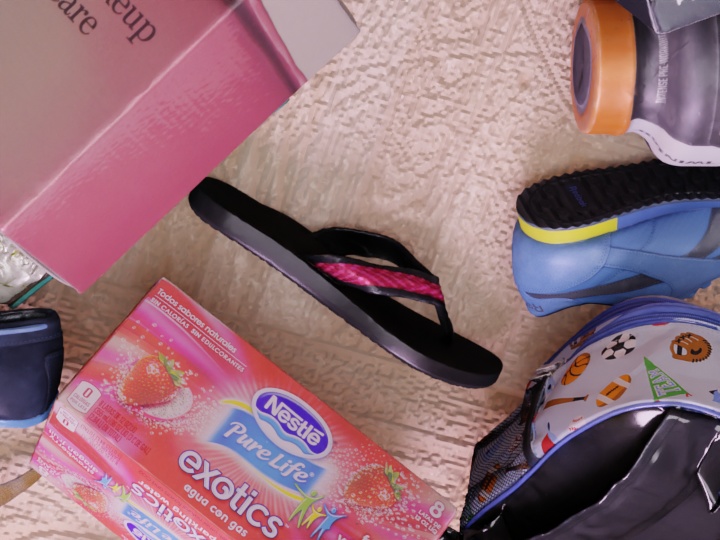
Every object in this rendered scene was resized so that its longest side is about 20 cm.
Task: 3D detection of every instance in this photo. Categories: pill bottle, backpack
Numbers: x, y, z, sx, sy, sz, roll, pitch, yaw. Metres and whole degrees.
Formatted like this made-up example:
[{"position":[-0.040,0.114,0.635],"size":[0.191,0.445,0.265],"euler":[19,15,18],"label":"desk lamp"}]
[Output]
[{"position":[0.213,-0.107,1.268],"size":[0.199,0.106,0.107],"euler":[-1,106,-6],"label":"pill bottle"},{"position":[0.168,0.106,1.280],"size":[0.199,0.155,0.190],"euler":[25,143,-17],"label":"backpack"}]

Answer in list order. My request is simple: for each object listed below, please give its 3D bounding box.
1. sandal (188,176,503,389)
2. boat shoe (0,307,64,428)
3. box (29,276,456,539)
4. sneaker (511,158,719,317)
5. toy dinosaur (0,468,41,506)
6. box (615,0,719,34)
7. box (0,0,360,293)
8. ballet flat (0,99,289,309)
[{"position":[0.000,0.000,1.291],"size":[0.200,0.075,0.045],"euler":[34,101,-12],"label":"sandal"},{"position":[-0.251,0.031,1.232],"size":[0.199,0.084,0.069],"euler":[8,103,-27],"label":"boat shoe"},{"position":[-0.064,0.114,1.260],"size":[0.200,0.103,0.095],"euler":[38,60,3],"label":"box"},{"position":[0.180,-0.018,1.317],"size":[0.199,0.066,0.079],"euler":[-10,122,-4],"label":"sneaker"},{"position":[-0.248,0.146,1.298],"size":[0.199,0.058,0.102],"euler":[-6,125,-22],"label":"toy dinosaur"},{"position":[0.152,-0.218,1.178],"size":[0.107,0.200,0.149],"euler":[-19,108,-1],"label":"box"},{"position":[-0.122,-0.110,1.187],"size":[0.200,0.109,0.128],"euler":[-44,67,-1],"label":"box"},{"position":[-0.131,-0.057,1.261],"size":[0.200,0.076,0.064],"euler":[-36,99,2],"label":"ballet flat"}]
